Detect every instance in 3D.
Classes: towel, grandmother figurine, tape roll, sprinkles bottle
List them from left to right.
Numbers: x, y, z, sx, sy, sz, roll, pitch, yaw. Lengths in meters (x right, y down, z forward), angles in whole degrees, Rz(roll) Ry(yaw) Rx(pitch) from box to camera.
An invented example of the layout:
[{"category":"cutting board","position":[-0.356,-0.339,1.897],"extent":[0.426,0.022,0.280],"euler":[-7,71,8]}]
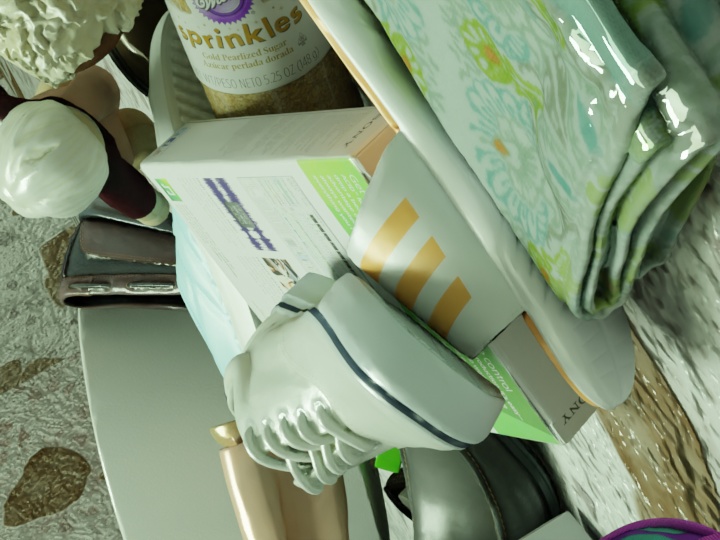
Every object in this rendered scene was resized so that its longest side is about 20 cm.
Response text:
[{"category":"grandmother figurine","position":[-0.143,-0.064,0.954],"extent":[0.121,0.061,0.200],"euler":[24,-173,-8]},{"category":"sprinkles bottle","position":[-0.054,-0.132,0.823],"extent":[0.068,0.068,0.201],"euler":[51,166,46]},{"category":"tape roll","position":[-0.070,0.082,1.141],"extent":[0.203,0.138,0.204],"euler":[-15,-90,-88]},{"category":"grandmother figurine","position":[-0.028,0.170,0.978],"extent":[0.121,0.060,0.202],"euler":[-22,77,43]},{"category":"towel","position":[0.033,-0.092,0.554],"extent":[0.201,0.048,0.171],"euler":[59,169,15]}]

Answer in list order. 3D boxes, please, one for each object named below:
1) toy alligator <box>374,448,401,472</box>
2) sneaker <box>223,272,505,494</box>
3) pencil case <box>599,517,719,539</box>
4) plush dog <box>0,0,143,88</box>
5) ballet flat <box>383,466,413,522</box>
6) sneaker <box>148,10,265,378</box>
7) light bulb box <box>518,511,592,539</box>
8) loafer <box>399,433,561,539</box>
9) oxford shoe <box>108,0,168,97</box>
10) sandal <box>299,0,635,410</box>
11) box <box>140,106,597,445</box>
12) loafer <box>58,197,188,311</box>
[{"category":"toy alligator","position":[0.026,0.045,0.981],"extent":[0.200,0.059,0.055],"euler":[97,-174,-65]},{"category":"sneaker","position":[-0.004,0.047,0.695],"extent":[0.073,0.071,0.200],"euler":[38,174,-8]},{"category":"pencil case","position":[0.133,0.185,0.684],"extent":[0.201,0.092,0.085],"euler":[66,172,-27]},{"category":"plush dog","position":[-0.155,-0.198,0.882],"extent":[0.160,0.172,0.200],"euler":[31,-176,-21]},{"category":"ballet flat","position":[0.049,0.128,1.125],"extent":[0.067,0.046,0.200],"euler":[39,173,6]},{"category":"sneaker","position":[-0.069,-0.026,0.940],"extent":[0.082,0.074,0.202],"euler":[-13,93,52]},{"category":"light bulb box","position":[0.113,0.257,0.894],"extent":[0.200,0.124,0.199],"euler":[50,166,50]},{"category":"loafer","position":[0.057,0.136,0.951],"extent":[0.073,0.072,0.201],"euler":[15,141,45]},{"category":"oxford shoe","position":[-0.067,-0.099,0.996],"extent":[0.200,0.073,0.084],"euler":[50,169,-6]},{"category":"sandal","position":[0.017,-0.032,0.665],"extent":[0.207,0.059,0.079],"euler":[55,-161,11]},{"category":"box","position":[0.000,0.000,0.808],"extent":[0.145,0.036,0.200],"euler":[53,160,-20]},{"category":"loafer","position":[-0.076,0.013,1.033],"extent":[0.199,0.063,0.072],"euler":[16,164,33]}]
